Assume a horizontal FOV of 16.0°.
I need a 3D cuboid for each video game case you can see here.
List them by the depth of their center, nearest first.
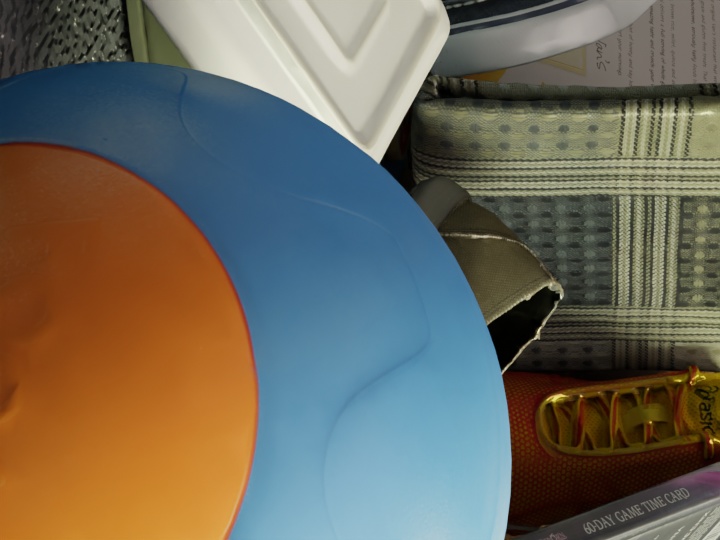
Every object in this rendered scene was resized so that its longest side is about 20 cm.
[{"bbox_3d":[0.061,0.135,0.954,0.199,0.019,0.143,-10,145,-52],"label":"video game case"}]

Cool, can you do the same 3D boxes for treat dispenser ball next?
[{"bbox_3d":[-0.061,0.048,0.653,0.201,0.200,0.202,12,90,-69],"label":"treat dispenser ball"}]

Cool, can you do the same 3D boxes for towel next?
[{"bbox_3d":[0.120,-0.017,0.980,0.193,0.199,0.035,83,9,-57],"label":"towel"}]

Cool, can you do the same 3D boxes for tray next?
[{"bbox_3d":[-0.034,-0.113,0.776,0.200,0.022,0.108,53,48,-31],"label":"tray"}]

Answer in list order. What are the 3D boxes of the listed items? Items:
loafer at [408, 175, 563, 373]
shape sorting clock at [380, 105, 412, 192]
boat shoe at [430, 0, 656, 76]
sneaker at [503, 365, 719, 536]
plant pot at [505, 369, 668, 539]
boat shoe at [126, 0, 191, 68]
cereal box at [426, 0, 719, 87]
[{"bbox_3d":[0.014,0.049,0.844,0.075,0.069,0.200,103,14,-51],"label":"loafer"},{"bbox_3d":[0.000,0.000,0.984,0.200,0.039,0.201,6,90,-76],"label":"shape sorting clock"},{"bbox_3d":[0.086,-0.146,0.988,0.200,0.071,0.091,-32,111,-39],"label":"boat shoe"},{"bbox_3d":[0.108,0.063,1.028,0.077,0.199,0.073,123,-38,-50],"label":"sneaker"},{"bbox_3d":[0.104,0.033,1.146,0.187,0.186,0.201,-57,138,-43],"label":"plant pot"},{"bbox_3d":[-0.037,-0.030,0.856,0.061,0.071,0.202,-34,130,-56],"label":"boat shoe"},{"bbox_3d":[0.117,-0.068,1.059,0.039,0.199,0.145,-35,-136,52],"label":"cereal box"}]
